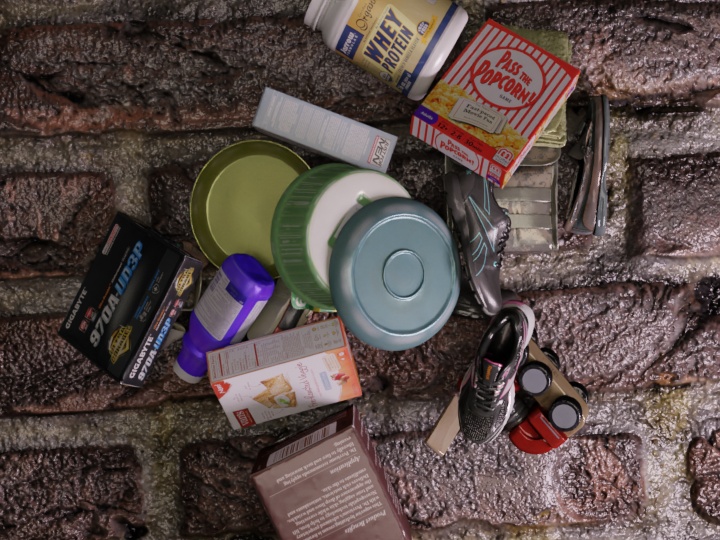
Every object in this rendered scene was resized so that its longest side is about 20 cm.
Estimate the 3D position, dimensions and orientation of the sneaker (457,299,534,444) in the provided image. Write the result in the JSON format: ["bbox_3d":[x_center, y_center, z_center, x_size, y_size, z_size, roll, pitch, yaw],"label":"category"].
[{"bbox_3d":[0.176,0.139,1.581,0.079,0.086,0.203,15,96,15],"label":"sneaker"}]

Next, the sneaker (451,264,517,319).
[{"bbox_3d":[0.138,0.024,1.651,0.197,0.076,0.092,3,90,-27],"label":"sneaker"}]

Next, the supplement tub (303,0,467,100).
[{"bbox_3d":[0.034,-0.346,1.617,0.198,0.144,0.146,31,93,-2],"label":"supplement tub"}]

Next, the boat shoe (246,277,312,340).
[{"bbox_3d":[-0.086,0.035,1.680,0.062,0.071,0.201,41,77,-37],"label":"boat shoe"}]

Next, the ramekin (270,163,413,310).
[{"bbox_3d":[-0.013,-0.044,1.557,0.197,0.097,0.203,-1,92,-26],"label":"ramekin"}]

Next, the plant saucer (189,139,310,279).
[{"bbox_3d":[-0.148,-0.086,1.679,0.197,0.031,0.203,0,93,7],"label":"plant saucer"}]

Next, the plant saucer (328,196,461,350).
[{"bbox_3d":[0.053,0.005,1.522,0.197,0.027,0.204,-1,92,-25],"label":"plant saucer"}]

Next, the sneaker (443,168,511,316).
[{"bbox_3d":[0.168,-0.041,1.555,0.078,0.075,0.203,-14,91,6],"label":"sneaker"}]

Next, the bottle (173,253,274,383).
[{"bbox_3d":[-0.201,0.073,1.658,0.084,0.065,0.201,47,115,28],"label":"bottle"}]

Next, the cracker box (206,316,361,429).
[{"bbox_3d":[-0.107,0.148,1.650,0.197,0.135,0.058,-15,53,1],"label":"cracker box"}]

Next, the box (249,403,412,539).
[{"bbox_3d":[-0.039,0.325,1.645,0.164,0.164,0.202,-25,93,1],"label":"box"}]

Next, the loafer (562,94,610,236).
[{"bbox_3d":[0.324,-0.151,1.668,0.062,0.072,0.203,1,95,6],"label":"loafer"}]

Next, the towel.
[{"bbox_3d":[0.222,-0.261,1.637,0.146,0.037,0.203,8,63,1],"label":"towel"}]

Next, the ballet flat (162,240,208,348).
[{"bbox_3d":[-0.275,0.059,1.683,0.067,0.068,0.202,23,95,-29],"label":"ballet flat"}]

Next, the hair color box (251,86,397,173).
[{"bbox_3d":[-0.049,-0.194,1.648,0.197,0.099,0.061,21,92,-1],"label":"hair color box"}]

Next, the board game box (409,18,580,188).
[{"bbox_3d":[0.182,-0.228,1.572,0.150,0.046,0.201,31,66,13],"label":"board game box"}]

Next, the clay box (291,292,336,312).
[{"bbox_3d":[0.000,0.000,1.646,0.197,0.047,0.117,-1,94,-27],"label":"clay box"}]

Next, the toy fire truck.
[{"bbox_3d":[0.204,0.202,1.674,0.200,0.129,0.176,-42,87,22],"label":"toy fire truck"}]

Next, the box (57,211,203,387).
[{"bbox_3d":[-0.327,0.040,1.649,0.158,0.046,0.202,30,94,34],"label":"box"}]

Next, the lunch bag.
[{"bbox_3d":[0.198,-0.124,1.646,0.161,0.118,0.203,0,87,1],"label":"lunch bag"}]
